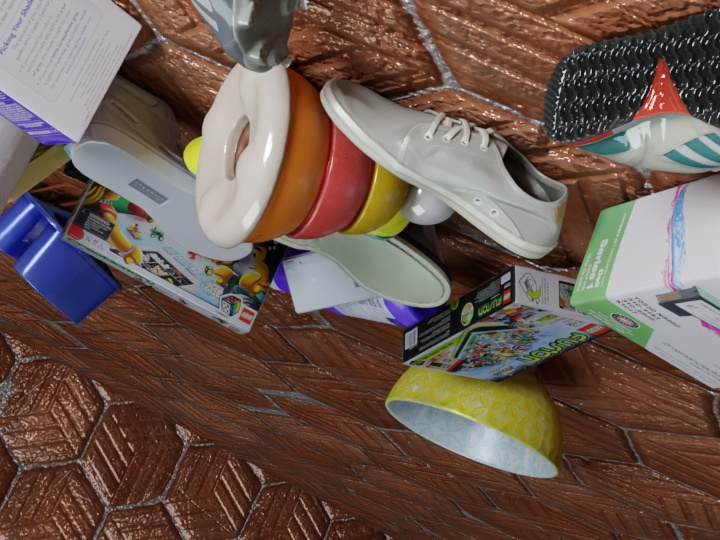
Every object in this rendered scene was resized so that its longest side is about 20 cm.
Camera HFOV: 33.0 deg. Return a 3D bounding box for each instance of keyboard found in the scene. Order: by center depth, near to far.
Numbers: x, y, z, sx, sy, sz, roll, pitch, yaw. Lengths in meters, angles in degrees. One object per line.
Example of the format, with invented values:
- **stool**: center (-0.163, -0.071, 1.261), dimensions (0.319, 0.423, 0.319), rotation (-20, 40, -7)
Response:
- **keyboard**: center (0.000, 0.000, 1.133), dimensions (0.199, 0.011, 0.057), rotation (-13, 100, 44)

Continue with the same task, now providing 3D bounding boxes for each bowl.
- **bowl**: center (0.137, 0.136, 1.318), dimensions (0.199, 0.108, 0.200), rotation (22, 162, 7)

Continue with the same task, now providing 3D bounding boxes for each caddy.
- **caddy**: center (-0.380, -0.023, 1.547), dimensions (0.141, 0.105, 0.200), rotation (41, 171, 24)

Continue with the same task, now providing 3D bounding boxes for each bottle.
- **bottle**: center (-0.010, 0.009, 1.207), dimensions (0.199, 0.066, 0.084), rotation (9, 156, 41)

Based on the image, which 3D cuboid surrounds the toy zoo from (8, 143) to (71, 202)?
- **toy zoo**: center (-0.304, -0.105, 1.153), dimensions (0.021, 0.131, 0.200), rotation (55, 153, -17)

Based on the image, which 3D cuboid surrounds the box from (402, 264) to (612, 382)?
- **box**: center (0.130, 0.052, 1.087), dimensions (0.109, 0.035, 0.200), rotation (12, 156, -22)

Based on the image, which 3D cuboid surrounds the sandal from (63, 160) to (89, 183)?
- **sandal**: center (-0.235, -0.062, 1.330), dimensions (0.200, 0.043, 0.076), rotation (31, 161, -24)

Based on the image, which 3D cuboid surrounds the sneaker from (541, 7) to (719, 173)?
- **sneaker**: center (0.198, -0.091, 0.654), dimensions (0.093, 0.071, 0.199), rotation (14, 171, -39)

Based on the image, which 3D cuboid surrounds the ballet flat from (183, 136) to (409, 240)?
- **ballet flat**: center (-0.048, -0.086, 0.999), dimensions (0.199, 0.067, 0.067), rotation (20, 142, 4)

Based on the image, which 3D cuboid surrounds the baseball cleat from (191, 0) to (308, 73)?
- **baseball cleat**: center (-0.097, -0.201, 0.715), dimensions (0.106, 0.070, 0.200), rotation (24, 155, 23)

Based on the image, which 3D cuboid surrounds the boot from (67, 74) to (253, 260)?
- **boot**: center (-0.164, -0.094, 1.068), dimensions (0.073, 0.096, 0.200), rotation (-22, 136, 31)

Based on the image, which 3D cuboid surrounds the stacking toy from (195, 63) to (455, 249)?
- **stacking toy**: center (-0.015, -0.072, 0.920), dimensions (0.199, 0.147, 0.146), rotation (13, 169, -27)

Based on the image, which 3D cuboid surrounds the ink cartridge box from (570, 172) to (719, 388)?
- **ink cartridge box**: center (0.260, 0.009, 0.810), dimensions (0.144, 0.084, 0.200), rotation (29, 162, -18)

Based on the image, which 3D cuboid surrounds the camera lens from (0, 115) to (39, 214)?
- **camera lens**: center (-0.347, -0.129, 1.009), dimensions (0.159, 0.201, 0.160), rotation (21, 163, 7)

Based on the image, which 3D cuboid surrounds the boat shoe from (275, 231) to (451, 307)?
- **boat shoe**: center (-0.004, -0.036, 1.067), dimensions (0.198, 0.066, 0.075), rotation (22, 134, 10)

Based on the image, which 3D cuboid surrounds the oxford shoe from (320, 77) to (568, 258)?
- **oxford shoe**: center (0.063, -0.084, 0.856), dimensions (0.199, 0.075, 0.058), rotation (33, 121, -2)

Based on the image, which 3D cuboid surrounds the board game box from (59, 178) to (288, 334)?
- **board game box**: center (-0.170, -0.040, 1.168), dimensions (0.199, 0.127, 0.035), rotation (29, 163, -19)

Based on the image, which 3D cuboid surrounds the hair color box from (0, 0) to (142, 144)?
- **hair color box**: center (-0.270, -0.190, 0.880), dimensions (0.065, 0.110, 0.200), rotation (6, 155, 49)
